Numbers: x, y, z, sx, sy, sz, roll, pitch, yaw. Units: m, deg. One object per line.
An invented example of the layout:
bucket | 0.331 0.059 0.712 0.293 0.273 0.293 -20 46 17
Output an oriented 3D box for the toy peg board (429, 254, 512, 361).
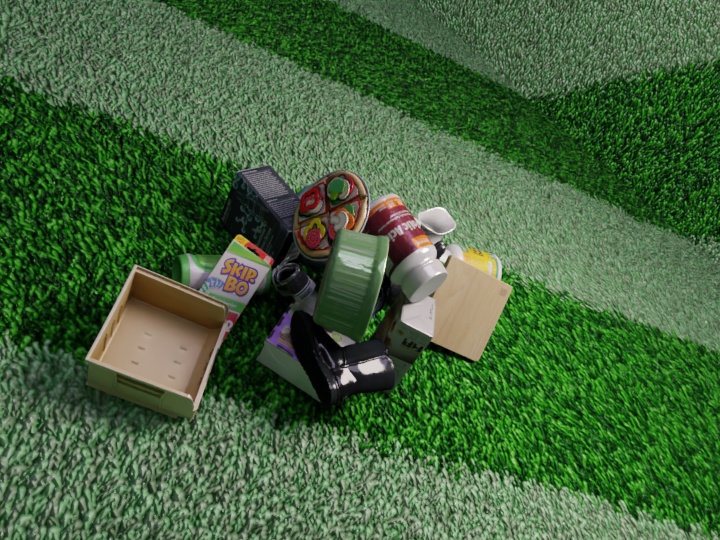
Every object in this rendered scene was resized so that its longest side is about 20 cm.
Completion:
toy peg board | 0.234 0.083 1.553 0.196 0.204 0.098 24 5 -25

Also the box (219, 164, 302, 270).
box | -0.212 -0.115 1.463 0.106 0.150 0.201 -21 61 -46

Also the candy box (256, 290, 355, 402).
candy box | -0.097 0.148 1.326 0.165 0.072 0.201 32 38 0

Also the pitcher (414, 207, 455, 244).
pitcher | 0.128 -0.059 1.601 0.168 0.202 0.123 -2 48 -35

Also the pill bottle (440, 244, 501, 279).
pill bottle | 0.275 -0.007 1.721 0.195 0.114 0.115 12 42 -24

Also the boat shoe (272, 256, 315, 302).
boat shoe | -0.154 0.016 1.353 0.068 0.073 0.199 48 -4 -18

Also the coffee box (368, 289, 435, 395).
coffee box | 0.078 0.149 1.342 0.078 0.202 0.116 24 37 -8

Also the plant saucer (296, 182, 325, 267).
plant saucer | -0.086 -0.108 1.519 0.196 0.204 0.027 27 3 -6

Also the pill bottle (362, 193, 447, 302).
pill bottle | 0.085 -0.045 1.293 0.112 0.115 0.202 -14 62 -43

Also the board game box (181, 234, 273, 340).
board game box | -0.260 0.034 1.266 0.094 0.030 0.203 34 73 -10

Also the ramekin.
ramekin | -0.022 0.022 1.183 0.095 0.203 0.203 16 39 -5

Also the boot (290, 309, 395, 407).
boot | -0.033 0.158 1.239 0.165 0.077 0.203 -9 58 -37

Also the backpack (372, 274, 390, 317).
backpack | 0.000 0.000 1.441 0.143 0.201 0.188 11 64 1

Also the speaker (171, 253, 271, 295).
speaker | -0.288 0.010 1.328 0.195 0.089 0.090 1 47 -34

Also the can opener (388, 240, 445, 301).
can opener | 0.136 0.006 1.554 0.078 0.201 0.064 36 11 -19

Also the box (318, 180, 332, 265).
box | -0.065 -0.093 1.355 0.049 0.075 0.203 19 38 -45

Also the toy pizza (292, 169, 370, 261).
toy pizza | -0.067 -0.118 1.308 0.032 0.199 0.203 32 26 -50

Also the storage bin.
storage bin | -0.350 0.130 1.122 0.194 0.094 0.203 23 48 -12
